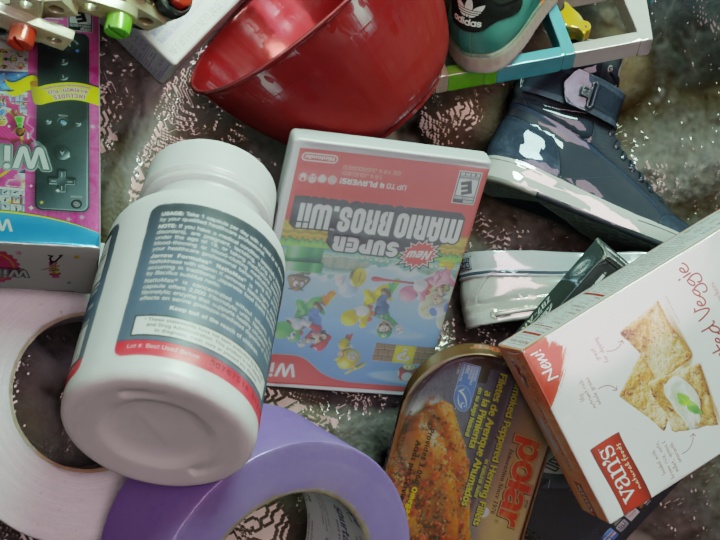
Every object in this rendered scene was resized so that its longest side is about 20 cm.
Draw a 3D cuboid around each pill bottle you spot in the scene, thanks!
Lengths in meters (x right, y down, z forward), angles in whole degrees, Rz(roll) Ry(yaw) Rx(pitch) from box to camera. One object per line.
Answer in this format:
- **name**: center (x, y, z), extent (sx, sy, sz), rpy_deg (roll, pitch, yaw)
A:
- **pill bottle**: center (-0.109, 0.020, 0.908), extent (0.118, 0.120, 0.202), rpy_deg (20, 50, -14)

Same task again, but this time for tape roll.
- **tape roll**: center (-0.069, 0.197, 0.965), extent (0.198, 0.085, 0.203), rpy_deg (-11, 110, -32)
- **tape roll**: center (-0.190, 0.084, 0.990), extent (0.198, 0.066, 0.203), rpy_deg (2, 83, -17)

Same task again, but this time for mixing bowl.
- **mixing bowl**: center (-0.012, -0.154, 1.017), extent (0.200, 0.200, 0.109), rpy_deg (-48, 113, -16)

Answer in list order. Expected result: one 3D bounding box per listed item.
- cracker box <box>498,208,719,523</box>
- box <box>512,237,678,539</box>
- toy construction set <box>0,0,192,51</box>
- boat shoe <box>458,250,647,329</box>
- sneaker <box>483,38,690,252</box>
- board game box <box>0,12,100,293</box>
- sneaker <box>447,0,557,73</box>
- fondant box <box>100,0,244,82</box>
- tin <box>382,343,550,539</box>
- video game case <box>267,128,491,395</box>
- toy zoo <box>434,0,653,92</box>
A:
- **cracker box**: center (0.212, 0.061, 0.990), extent (0.199, 0.058, 0.135), rpy_deg (-30, 98, -9)
- **box**: center (0.171, 0.104, 1.066), extent (0.160, 0.044, 0.200), rpy_deg (39, 103, -10)
- **toy construction set**: center (-0.170, -0.230, 0.951), extent (0.130, 0.092, 0.202), rpy_deg (26, 79, -43)
- **boat shoe**: center (0.172, 0.031, 1.103), extent (0.199, 0.075, 0.087), rpy_deg (2, 84, -14)
- **sneaker**: center (0.201, -0.096, 1.125), extent (0.200, 0.077, 0.148), rpy_deg (24, 77, -15)
- **board game box**: center (-0.245, -0.089, 0.956), extent (0.146, 0.064, 0.202), rpy_deg (2, 61, -15)
- **sneaker**: center (0.124, -0.239, 1.055), extent (0.071, 0.080, 0.201), rpy_deg (21, 62, 16)
- **fondant box**: center (-0.162, -0.259, 1.040), extent (0.200, 0.058, 0.145), rpy_deg (44, 74, -7)
- **tin**: center (0.071, 0.149, 1.037), extent (0.111, 0.042, 0.202), rpy_deg (15, 105, 0)
- **video game case**: center (0.000, 0.000, 1.020), extent (0.141, 0.018, 0.202), rpy_deg (5, 121, -16)
- **toy zoo**: center (0.136, -0.208, 1.097), extent (0.197, 0.021, 0.132), rpy_deg (-12, 61, -7)
